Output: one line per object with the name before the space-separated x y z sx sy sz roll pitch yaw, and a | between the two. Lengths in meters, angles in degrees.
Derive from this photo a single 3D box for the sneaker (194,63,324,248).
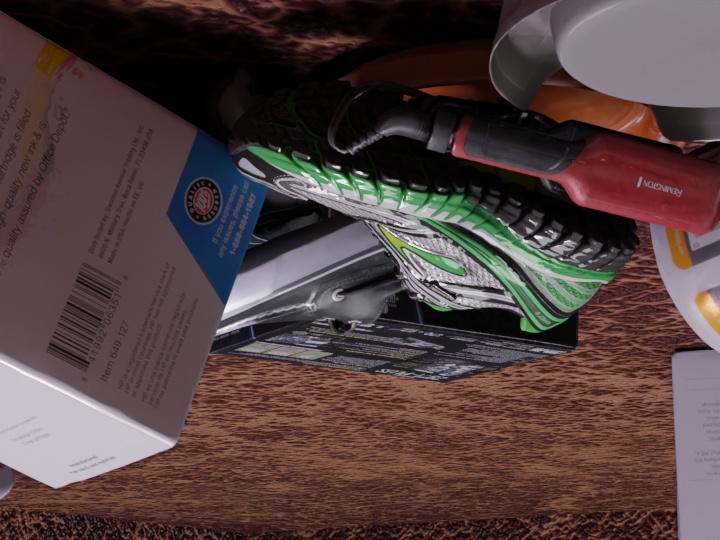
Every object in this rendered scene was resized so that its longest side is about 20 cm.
sneaker | -0.065 -0.044 0.866 0.079 0.076 0.200 -23 166 -3

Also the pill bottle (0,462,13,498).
pill bottle | -0.269 0.043 0.848 0.119 0.201 0.120 -22 -177 1

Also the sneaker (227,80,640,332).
sneaker | 0.028 -0.021 0.768 0.199 0.078 0.085 22 122 -16

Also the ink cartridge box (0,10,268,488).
ink cartridge box | -0.174 -0.014 0.762 0.199 0.148 0.144 31 152 -22

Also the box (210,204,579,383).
box | 0.022 0.014 1.114 0.199 0.087 0.163 9 164 -30

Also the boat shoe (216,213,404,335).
boat shoe | 0.000 0.000 0.841 0.199 0.057 0.069 -21 -171 -3

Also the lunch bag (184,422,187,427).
lunch bag | -0.186 -0.013 0.947 0.168 0.128 0.201 -1 137 7

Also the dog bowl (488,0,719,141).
dog bowl | 0.150 -0.110 0.664 0.198 0.059 0.200 1 167 0

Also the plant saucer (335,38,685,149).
plant saucer | 0.069 -0.077 0.856 0.198 0.033 0.200 1 165 0

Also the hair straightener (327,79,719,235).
hair straightener | 0.070 -0.053 0.745 0.198 0.041 0.077 5 -164 -28

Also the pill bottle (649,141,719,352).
pill bottle | 0.250 -0.038 0.806 0.116 0.117 0.199 13 151 -42

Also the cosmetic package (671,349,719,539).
cosmetic package | 0.382 0.186 1.562 0.163 0.202 0.165 -3 166 12
